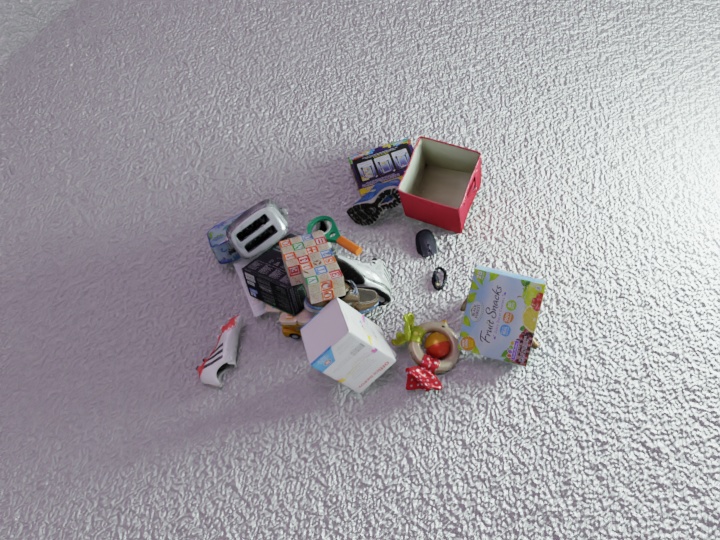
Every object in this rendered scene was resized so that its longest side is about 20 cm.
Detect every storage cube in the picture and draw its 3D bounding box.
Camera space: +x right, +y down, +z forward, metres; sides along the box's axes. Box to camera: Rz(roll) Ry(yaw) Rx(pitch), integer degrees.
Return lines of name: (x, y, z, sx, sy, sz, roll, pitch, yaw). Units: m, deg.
storage cube: (0.220, -0.226, 1.729, 0.199, 0.180, 0.172, 19, 77, 16)

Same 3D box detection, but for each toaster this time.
toaster: (-0.282, -0.105, 1.715, 0.199, 0.114, 0.129, -35, 12, -5)

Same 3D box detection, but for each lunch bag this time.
lunch bag: (-0.340, -0.109, 1.856, 0.199, 0.083, 0.161, -27, 32, -7)

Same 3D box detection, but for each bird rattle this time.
bird rattle: (0.167, 0.192, 1.545, 0.162, 0.113, 0.201, -15, 56, -17)

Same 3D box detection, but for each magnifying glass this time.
magnifying glass: (-0.070, -0.091, 1.728, 0.080, 0.022, 0.200, -45, 49, -15)

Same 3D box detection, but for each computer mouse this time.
computer mouse: (0.191, -0.035, 1.727, 0.058, 0.034, 0.201, -17, 55, 1)

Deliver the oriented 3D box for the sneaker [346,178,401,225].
sneaker: (0.046, -0.198, 1.824, 0.199, 0.079, 0.089, -24, 28, 33)

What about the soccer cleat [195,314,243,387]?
soccer cleat: (-0.349, 0.211, 1.677, 0.085, 0.069, 0.201, 24, 68, 16)

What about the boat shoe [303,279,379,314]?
boat shoe: (-0.038, 0.065, 1.581, 0.199, 0.073, 0.072, -4, 45, -27)

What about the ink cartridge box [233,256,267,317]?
ink cartridge box: (-0.250, 0.026, 1.791, 0.161, 0.050, 0.201, -25, 61, -4)

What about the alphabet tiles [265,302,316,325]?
alphabet tiles: (-0.141, 0.071, 1.661, 0.194, 0.015, 0.201, -1, 37, 14)

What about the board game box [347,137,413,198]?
board game box: (0.079, -0.296, 1.916, 0.198, 0.057, 0.166, -17, 57, 1)

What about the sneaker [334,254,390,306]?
sneaker: (0.000, 0.000, 1.681, 0.076, 0.200, 0.116, -38, 27, 35)

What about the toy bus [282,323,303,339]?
toy bus: (-0.107, 0.133, 1.659, 0.198, 0.078, 0.066, -1, 56, 13)

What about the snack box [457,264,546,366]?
snack box: (0.329, 0.104, 1.502, 0.167, 0.068, 0.202, 14, 101, 13)

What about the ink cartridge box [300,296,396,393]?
ink cartridge box: (-0.022, 0.185, 1.526, 0.128, 0.200, 0.126, -42, 39, 14)

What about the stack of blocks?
stack of blocks: (-0.119, -0.007, 1.544, 0.114, 0.059, 0.200, -15, 39, -10)

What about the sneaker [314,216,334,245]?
sneaker: (-0.109, -0.061, 1.790, 0.074, 0.081, 0.201, -5, 57, 8)

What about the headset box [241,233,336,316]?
headset box: (-0.174, 0.002, 1.670, 0.173, 0.093, 0.200, 20, 46, 34)

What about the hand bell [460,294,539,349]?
hand bell: (0.352, 0.123, 1.565, 0.104, 0.104, 0.200, -42, 70, -16)
